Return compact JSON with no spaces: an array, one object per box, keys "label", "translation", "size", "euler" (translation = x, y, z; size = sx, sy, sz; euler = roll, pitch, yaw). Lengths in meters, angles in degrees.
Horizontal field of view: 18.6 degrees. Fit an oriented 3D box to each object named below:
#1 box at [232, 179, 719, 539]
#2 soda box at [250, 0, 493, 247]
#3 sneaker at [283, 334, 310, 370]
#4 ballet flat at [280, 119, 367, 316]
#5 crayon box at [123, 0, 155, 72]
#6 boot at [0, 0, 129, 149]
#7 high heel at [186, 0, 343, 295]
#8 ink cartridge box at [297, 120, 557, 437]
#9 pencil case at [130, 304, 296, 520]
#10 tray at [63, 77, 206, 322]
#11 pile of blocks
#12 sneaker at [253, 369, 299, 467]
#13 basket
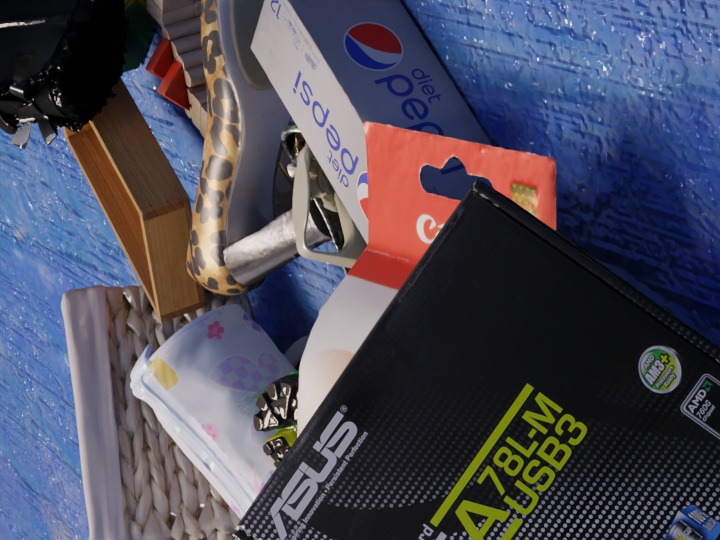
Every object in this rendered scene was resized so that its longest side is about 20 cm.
[{"label":"box","translation":[0.075,0.094,0.980],"size":[0.193,0.200,0.048],"euler":[37,-174,13]},{"label":"soda box","translation":[0.016,-0.074,1.182],"size":[0.200,0.063,0.068],"euler":[59,152,24]},{"label":"sneaker","translation":[0.000,0.136,1.379],"size":[0.099,0.071,0.200],"euler":[34,141,47]},{"label":"ballet flat","translation":[0.000,0.000,1.236],"size":[0.074,0.074,0.200],"euler":[132,124,-63]},{"label":"crayon box","translation":[-0.180,-0.232,1.498],"size":[0.127,0.051,0.200],"euler":[63,155,17]},{"label":"boot","translation":[-0.223,-0.171,1.442],"size":[0.162,0.199,0.073],"euler":[-2,147,32]},{"label":"high heel","translation":[-0.088,-0.088,1.334],"size":[0.142,0.071,0.200],"euler":[-27,78,48]},{"label":"ink cartridge box","translation":[0.029,0.036,1.078],"size":[0.162,0.050,0.200],"euler":[17,112,54]},{"label":"pencil case","translation":[-0.051,0.117,1.308],"size":[0.200,0.091,0.083],"euler":[53,151,9]},{"label":"tray","translation":[-0.156,-0.070,1.453],"size":[0.099,0.037,0.200],"euler":[85,161,-46]},{"label":"pile of blocks","translation":[-0.100,-0.106,1.408],"size":[0.200,0.062,0.082],"euler":[67,156,8]},{"label":"sneaker","translation":[0.035,0.125,1.243],"size":[0.200,0.085,0.078],"euler":[50,134,11]},{"label":"basket","translation":[-0.117,0.114,1.451],"size":[0.136,0.123,0.200],"euler":[79,179,-59]}]
